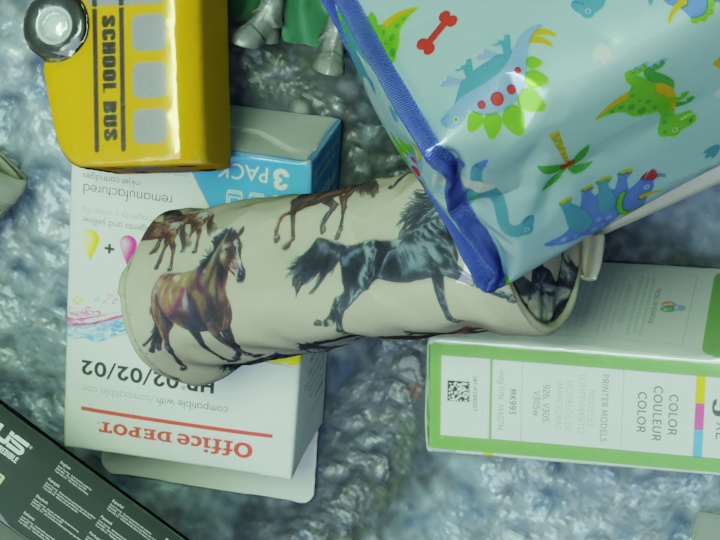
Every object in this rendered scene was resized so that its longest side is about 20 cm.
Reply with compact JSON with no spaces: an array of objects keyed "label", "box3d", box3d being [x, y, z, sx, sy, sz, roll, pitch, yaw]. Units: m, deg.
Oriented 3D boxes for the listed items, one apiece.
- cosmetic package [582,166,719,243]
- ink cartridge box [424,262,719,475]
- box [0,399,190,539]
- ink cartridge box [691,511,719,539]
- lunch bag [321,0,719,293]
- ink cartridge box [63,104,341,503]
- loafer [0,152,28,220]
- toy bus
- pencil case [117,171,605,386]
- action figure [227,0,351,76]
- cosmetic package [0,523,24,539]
[{"label":"cosmetic package","box3d":[0.160,-0.089,1.255,0.199,0.105,0.071,-24,103,18]},{"label":"ink cartridge box","box3d":[0.134,0.042,1.312,0.198,0.104,0.060,3,113,10]},{"label":"box","box3d":[-0.155,0.099,1.366,0.200,0.160,0.044,37,84,-3]},{"label":"ink cartridge box","box3d":[0.206,0.201,1.308,0.144,0.200,0.085,11,116,8]},{"label":"lunch bag","box3d":[0.072,-0.118,1.153,0.169,0.201,0.128,-28,143,-2]},{"label":"ink cartridge box","box3d":[-0.076,0.026,1.369,0.114,0.068,0.201,8,113,10]},{"label":"loafer","box3d":[-0.238,-0.093,1.361,0.070,0.070,0.200,-38,106,15]},{"label":"toy bus","box3d":[-0.102,-0.144,1.273,0.078,0.065,0.202,-2,89,14]},{"label":"pencil case","box3d":[0.000,0.000,1.244,0.199,0.089,0.078,-9,81,28]},{"label":"action figure","box3d":[-0.007,-0.189,1.280,0.117,0.055,0.201,17,110,8]},{"label":"cosmetic package","box3d":[-0.187,0.193,1.387,0.101,0.200,0.071,35,115,-3]}]
